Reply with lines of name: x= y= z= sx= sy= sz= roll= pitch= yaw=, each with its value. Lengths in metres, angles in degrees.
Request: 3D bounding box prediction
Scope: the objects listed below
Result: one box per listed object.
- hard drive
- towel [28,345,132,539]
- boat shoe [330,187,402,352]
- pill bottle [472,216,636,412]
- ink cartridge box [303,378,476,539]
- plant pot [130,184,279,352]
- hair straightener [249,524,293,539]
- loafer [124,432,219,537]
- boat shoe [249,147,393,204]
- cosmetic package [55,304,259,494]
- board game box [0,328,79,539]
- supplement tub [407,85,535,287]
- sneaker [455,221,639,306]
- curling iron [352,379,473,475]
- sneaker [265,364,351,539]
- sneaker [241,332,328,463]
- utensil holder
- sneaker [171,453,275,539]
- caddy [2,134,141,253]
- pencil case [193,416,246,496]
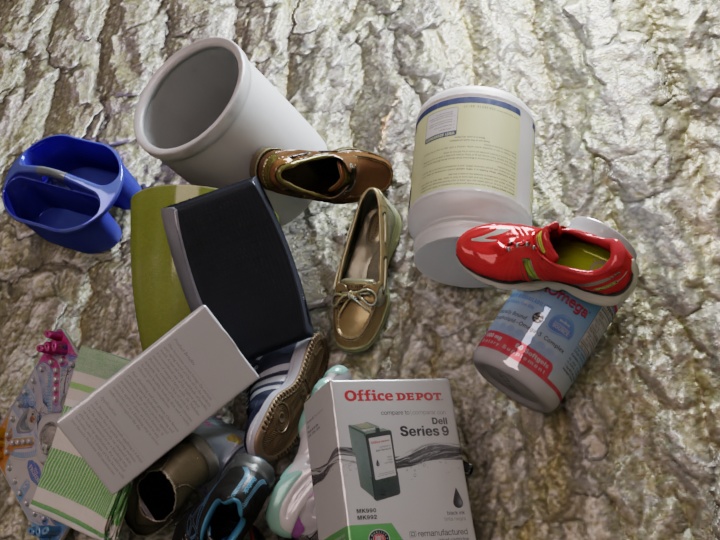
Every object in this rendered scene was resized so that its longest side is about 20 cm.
hard drive: x=-0.140 y=0.002 z=1.416 sx=0.134 sy=0.042 sz=0.201 roll=-20 pitch=89 yaw=-12
towel: x=-0.304 y=0.195 z=1.409 sx=0.152 sy=0.023 sz=0.202 roll=10 pitch=81 yaw=39
boat shoe: x=0.002 y=-0.001 z=1.484 sx=0.073 sy=0.063 sz=0.202 roll=5 pitch=65 yaw=25
pill bottle: x=0.215 y=0.045 z=1.339 sx=0.108 sy=0.109 sz=0.201 roll=26 pitch=75 yaw=32
ink cartridge box: x=0.029 y=0.218 z=1.279 sx=0.145 sy=0.084 sz=0.201 roll=1 pitch=66 yaw=-23
plant pot: x=-0.201 y=0.022 z=1.503 sx=0.186 sy=0.187 sz=0.202 roll=-2 pitch=71 yaw=22
hair straightener: x=-0.065 y=0.352 z=1.326 sx=0.077 sy=0.041 sz=0.201 roll=-25 pitch=50 yaw=8
loafer: x=-0.230 y=0.248 z=1.382 sx=0.075 sy=0.200 sz=0.069 roll=50 pitch=46 yaw=10
boat shoe: x=-0.034 y=-0.111 z=1.496 sx=0.068 sy=0.199 sz=0.073 roll=20 pitch=110 yaw=54
cosmetic package: x=-0.220 y=0.138 z=1.334 sx=0.200 sy=0.071 sz=0.102 roll=-38 pitch=94 yaw=-11
board game box: x=-0.381 y=0.206 z=1.507 sx=0.200 sy=0.026 sz=0.201 roll=47 pitch=111 yaw=37
supplement tub: x=0.130 y=-0.097 z=1.433 sx=0.144 sy=0.145 sz=0.201 roll=-5 pitch=61 yaw=21
sneaker: x=0.189 y=-0.024 z=1.270 sx=0.199 sy=0.085 sz=0.077 roll=9 pitch=65 yaw=25
curling iron: x=0.043 y=0.180 z=1.388 sx=0.199 sy=0.026 sz=0.050 roll=27 pitch=78 yaw=32
sneaker: x=-0.009 y=0.215 z=1.361 sx=0.139 sy=0.078 sz=0.201 roll=18 pitch=74 yaw=9
sneaker: x=-0.117 y=0.146 z=1.423 sx=0.108 sy=0.070 sz=0.200 roll=-1 pitch=35 yaw=23
utensil holder: x=-0.157 y=-0.164 z=1.545 sx=0.169 sy=0.200 sz=0.171 roll=-19 pitch=52 yaw=25
sneaker: x=-0.166 y=0.287 z=1.338 sx=0.073 sy=0.082 sz=0.201 roll=30 pitch=117 yaw=1
caddy: x=-0.400 y=-0.110 z=1.691 sx=0.199 sy=0.105 sz=0.142 roll=14 pitch=68 yaw=29
pencil case: x=-0.206 y=0.196 z=1.451 sx=0.199 sy=0.083 sz=0.091 roll=28 pitch=86 yaw=32
